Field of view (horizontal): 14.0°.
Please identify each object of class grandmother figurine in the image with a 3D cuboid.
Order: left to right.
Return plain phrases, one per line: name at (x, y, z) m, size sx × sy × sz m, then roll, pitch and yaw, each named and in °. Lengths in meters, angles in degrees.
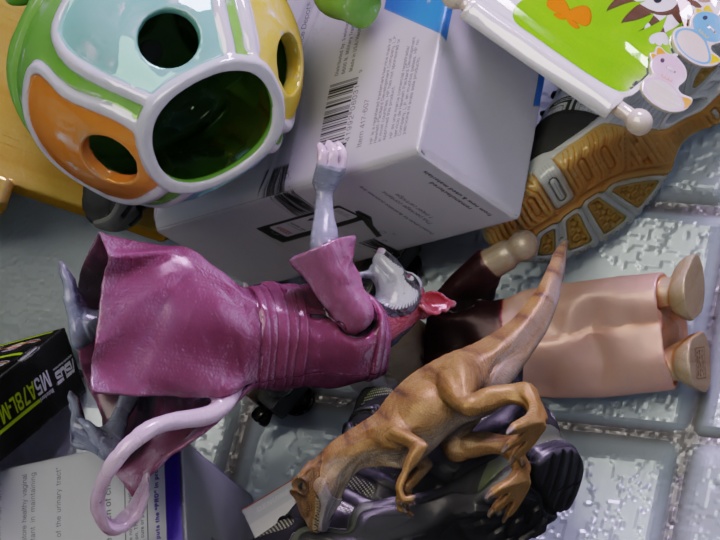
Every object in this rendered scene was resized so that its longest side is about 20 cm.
grandmother figurine at (0.080, 0.041, 1.533) m, size 0.200 × 0.061 × 0.121 m, roll -3°, pitch 83°, yaw 21°

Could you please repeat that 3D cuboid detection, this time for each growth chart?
growth chart at (0.130, -0.155, 1.521) m, size 0.145 × 0.018 × 0.200 m, roll 29°, pitch 48°, yaw 6°

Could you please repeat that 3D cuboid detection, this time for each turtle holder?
turtle holder at (-0.082, -0.103, 1.507) m, size 0.185 × 0.141 × 0.132 m, roll -7°, pitch 30°, yaw -24°

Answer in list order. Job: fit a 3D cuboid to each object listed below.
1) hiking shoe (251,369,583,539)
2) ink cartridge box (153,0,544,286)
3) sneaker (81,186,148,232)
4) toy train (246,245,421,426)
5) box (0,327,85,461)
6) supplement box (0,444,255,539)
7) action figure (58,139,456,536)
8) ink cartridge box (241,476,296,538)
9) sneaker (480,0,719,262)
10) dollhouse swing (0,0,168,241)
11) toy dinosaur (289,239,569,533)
hiking shoe at (0.008, 0.113, 1.474) m, size 0.200 × 0.076 × 0.101 m, roll -24°, pitch 49°, yaw -1°
ink cartridge box at (-0.004, -0.086, 1.571) m, size 0.200 × 0.084 × 0.146 m, roll -14°, pitch 55°, yaw 43°
sneaker at (-0.136, -0.118, 1.634) m, size 0.079 × 0.075 × 0.200 m, roll 7°, pitch 74°, yaw 8°
toy train at (0.000, 0.000, 1.601) m, size 0.046 × 0.034 × 0.200 m, roll 34°, pitch 82°, yaw 35°
box at (-0.271, 0.095, 1.587) m, size 0.200 × 0.193 × 0.048 m, roll -15°, pitch 97°, yaw 15°
supplement box at (-0.163, 0.166, 1.553) m, size 0.200 × 0.101 × 0.103 m, roll -13°, pitch 62°, yaw 16°
action figure at (-0.047, 0.032, 1.468) m, size 0.200 × 0.134 × 0.149 m, roll -5°, pitch 52°, yaw -11°
ink cartridge box at (0.027, 0.182, 1.496) m, size 0.109 × 0.050 × 0.200 m, roll -31°, pitch 56°, yaw 6°
sneaker at (0.131, -0.087, 1.572) m, size 0.200 × 0.076 × 0.088 m, roll -40°, pitch 51°, yaw -10°
dollhouse swing at (-0.178, -0.106, 1.724) m, size 0.182 × 0.176 × 0.200 m, roll -22°, pitch 49°, yaw 62°
toy dinosaur at (0.053, 0.057, 1.417) m, size 0.200 × 0.060 × 0.106 m, roll -38°, pitch 53°, yaw -13°
